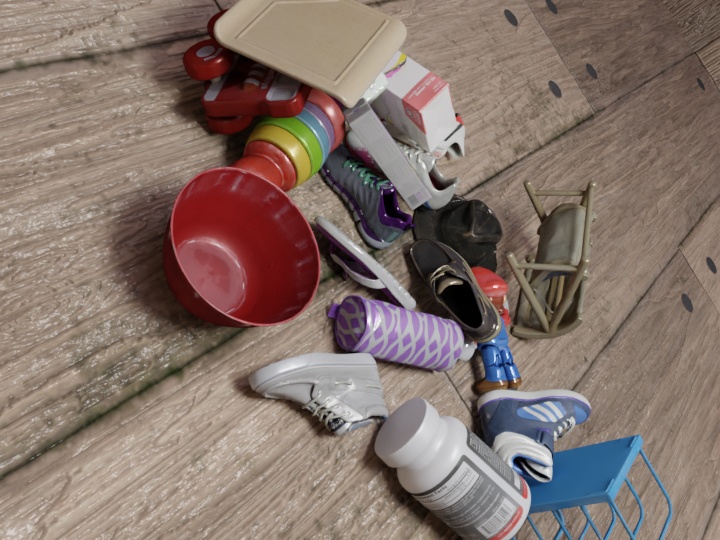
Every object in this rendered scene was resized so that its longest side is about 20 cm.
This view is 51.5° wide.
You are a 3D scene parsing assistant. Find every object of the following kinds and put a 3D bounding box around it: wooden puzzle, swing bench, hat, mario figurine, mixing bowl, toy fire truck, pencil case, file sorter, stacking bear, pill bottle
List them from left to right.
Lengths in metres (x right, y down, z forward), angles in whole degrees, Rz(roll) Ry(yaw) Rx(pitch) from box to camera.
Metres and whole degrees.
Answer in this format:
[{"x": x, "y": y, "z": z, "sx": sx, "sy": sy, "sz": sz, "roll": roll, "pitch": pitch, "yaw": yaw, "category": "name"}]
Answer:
[{"x": -0.158, "y": -0.010, "z": 0.896, "sx": 0.200, "sy": 0.108, "sz": 0.201, "roll": 21, "pitch": 54, "yaw": -32, "category": "mixing bowl"}, {"x": -0.128, "y": -0.273, "z": 1.007, "sx": 0.112, "sy": 0.168, "sz": 0.200, "roll": 74, "pitch": 26, "yaw": -46, "category": "toy fire truck"}, {"x": -0.113, "y": -0.155, "z": 1.020, "sx": 0.122, "sy": 0.114, "sz": 0.200, "roll": 57, "pitch": 49, "yaw": -28, "category": "stacking bear"}, {"x": -0.061, "y": -0.303, "z": 0.966, "sx": 0.200, "sy": 0.037, "sz": 0.185, "roll": 29, "pitch": 54, "yaw": 4, "category": "wooden puzzle"}, {"x": 0.057, "y": 0.089, "z": 1.060, "sx": 0.200, "sy": 0.084, "sz": 0.086, "roll": 18, "pitch": 18, "yaw": -37, "category": "pencil case"}, {"x": 0.121, "y": 0.267, "z": 0.991, "sx": 0.200, "sy": 0.116, "sz": 0.116, "roll": 44, "pitch": 45, "yaw": -15, "category": "pill bottle"}, {"x": 0.187, "y": -0.063, "z": 1.261, "sx": 0.200, "sy": 0.081, "sz": 0.201, "roll": 21, "pitch": 56, "yaw": -34, "category": "hat"}, {"x": 0.195, "y": 0.094, "z": 1.204, "sx": 0.123, "sy": 0.106, "sz": 0.201, "roll": 37, "pitch": 43, "yaw": -77, "category": "mario figurine"}, {"x": 0.331, "y": -0.017, "z": 1.274, "sx": 0.200, "sy": 0.129, "sz": 0.199, "roll": 74, "pitch": 28, "yaw": -43, "category": "swing bench"}, {"x": 0.321, "y": 0.341, "z": 1.072, "sx": 0.139, "sy": 0.200, "sz": 0.123, "roll": -35, "pitch": 95, "yaw": -47, "category": "file sorter"}]

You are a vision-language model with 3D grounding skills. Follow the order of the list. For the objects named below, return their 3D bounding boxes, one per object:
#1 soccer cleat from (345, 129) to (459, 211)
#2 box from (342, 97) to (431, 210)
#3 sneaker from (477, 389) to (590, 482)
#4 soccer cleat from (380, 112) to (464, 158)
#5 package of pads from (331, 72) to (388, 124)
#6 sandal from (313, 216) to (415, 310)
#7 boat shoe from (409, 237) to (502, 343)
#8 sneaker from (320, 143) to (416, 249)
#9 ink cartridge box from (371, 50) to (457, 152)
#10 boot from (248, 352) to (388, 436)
[{"x": 0.073, "y": -0.179, "z": 1.208, "sx": 0.200, "sy": 0.086, "sz": 0.070, "roll": 35, "pitch": 47, "yaw": -12, "category": "soccer cleat"}, {"x": 0.043, "y": -0.169, "z": 1.110, "sx": 0.200, "sy": 0.041, "sz": 0.039, "roll": 47, "pitch": 13, "yaw": -42, "category": "box"}, {"x": 0.277, "y": 0.257, "z": 1.126, "sx": 0.200, "sy": 0.081, "sz": 0.147, "roll": 7, "pitch": 43, "yaw": -19, "category": "sneaker"}, {"x": 0.111, "y": -0.235, "z": 1.301, "sx": 0.200, "sy": 0.069, "sz": 0.085, "roll": -5, "pitch": 85, "yaw": -42, "category": "soccer cleat"}, {"x": -0.057, "y": -0.322, "z": 1.132, "sx": 0.068, "sy": 0.154, "sz": 0.200, "roll": -38, "pitch": 96, "yaw": -18, "category": "package of pads"}, {"x": 0.002, "y": 0.001, "z": 1.075, "sx": 0.203, "sy": 0.082, "sz": 0.050, "roll": 42, "pitch": 88, "yaw": -19, "category": "sandal"}, {"x": 0.141, "y": 0.020, "z": 1.136, "sx": 0.200, "sy": 0.074, "sz": 0.073, "roll": 50, "pitch": 6, "yaw": 26, "category": "boat shoe"}, {"x": 0.011, "y": -0.135, "z": 1.136, "sx": 0.074, "sy": 0.087, "sz": 0.200, "roll": -36, "pitch": 93, "yaw": -47, "category": "sneaker"}, {"x": 0.054, "y": -0.289, "z": 1.183, "sx": 0.067, "sy": 0.117, "sz": 0.200, "roll": -45, "pitch": 64, "yaw": -8, "category": "ink cartridge box"}, {"x": -0.042, "y": 0.159, "z": 0.931, "sx": 0.200, "sy": 0.074, "sz": 0.096, "roll": 1, "pitch": 60, "yaw": -43, "category": "boot"}]
